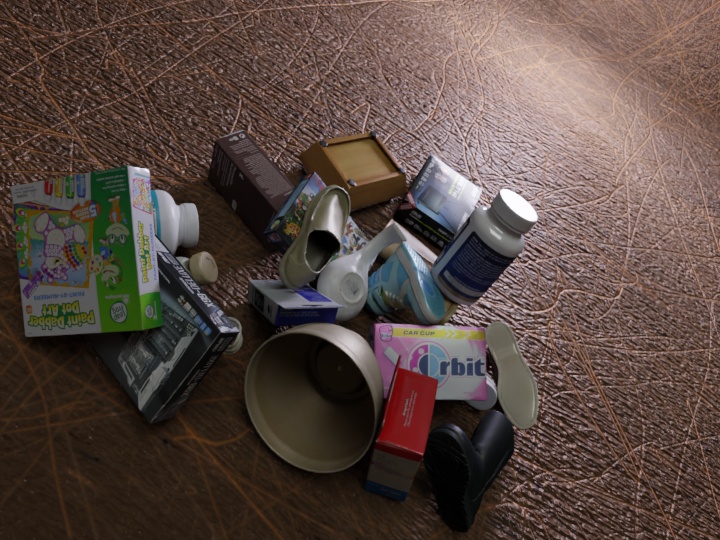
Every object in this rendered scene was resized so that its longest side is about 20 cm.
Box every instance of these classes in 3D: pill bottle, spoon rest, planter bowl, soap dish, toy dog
[{"bbox_3d":[-0.354,-0.067,0.821,0.196,0.111,0.113,-4,58,-30],"label":"pill bottle"},{"bbox_3d":[0.000,0.000,0.921,0.200,0.060,0.100,-47,110,-26],"label":"spoon rest"},{"bbox_3d":[-0.049,0.163,0.771,0.200,0.201,0.135,41,24,7],"label":"planter bowl"},{"bbox_3d":[-0.008,-0.211,1.126,0.197,0.082,0.159,-20,67,-38],"label":"soap dish"},{"bbox_3d":[-0.265,0.053,0.774,0.202,0.131,0.096,60,11,30],"label":"toy dog"},{"bbox_3d":[0.223,-0.042,0.961,0.109,0.201,0.112,22,37,-18],"label":"pill bottle"}]

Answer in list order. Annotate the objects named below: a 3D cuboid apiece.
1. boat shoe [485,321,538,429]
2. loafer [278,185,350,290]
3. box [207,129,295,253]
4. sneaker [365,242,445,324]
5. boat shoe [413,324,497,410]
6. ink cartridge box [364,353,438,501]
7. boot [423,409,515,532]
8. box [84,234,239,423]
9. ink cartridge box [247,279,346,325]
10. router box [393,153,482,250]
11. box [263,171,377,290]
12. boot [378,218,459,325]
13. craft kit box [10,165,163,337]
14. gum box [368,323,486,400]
[{"bbox_3d":[0.277,0.196,0.982,0.070,0.060,0.203,-18,55,10],"label":"boat shoe"},{"bbox_3d":[-0.058,-0.056,0.852,0.076,0.067,0.203,43,56,-32],"label":"loafer"},{"bbox_3d":[-0.188,-0.143,0.971,0.200,0.101,0.074,47,49,12],"label":"box"},{"bbox_3d":[0.067,0.052,0.924,0.079,0.130,0.201,41,18,-27],"label":"sneaker"},{"bbox_3d":[0.160,0.163,0.955,0.198,0.072,0.070,35,20,5],"label":"boat shoe"},{"bbox_3d":[0.058,0.223,0.752,0.066,0.202,0.118,15,48,6],"label":"ink cartridge box"},{"bbox_3d":[0.171,0.266,0.811,0.075,0.204,0.168,10,36,36],"label":"boot"},{"bbox_3d":[-0.278,0.071,0.717,0.200,0.158,0.050,44,10,17],"label":"box"},{"bbox_3d":[-0.104,0.051,0.826,0.097,0.199,0.040,2,98,-25],"label":"ink cartridge box"},{"bbox_3d":[0.176,-0.150,1.188,0.148,0.062,0.201,33,48,-3],"label":"router box"},{"bbox_3d":[-0.061,-0.046,0.925,0.201,0.037,0.138,50,52,-29],"label":"box"},{"bbox_3d":[0.104,0.007,1.038,0.198,0.067,0.176,37,36,1],"label":"boot"},{"bbox_3d":[-0.355,-0.020,0.691,0.048,0.195,0.203,-16,100,-71],"label":"craft kit box"},{"bbox_3d":[0.112,0.150,0.871,0.195,0.066,0.117,3,80,-7],"label":"gum box"}]
